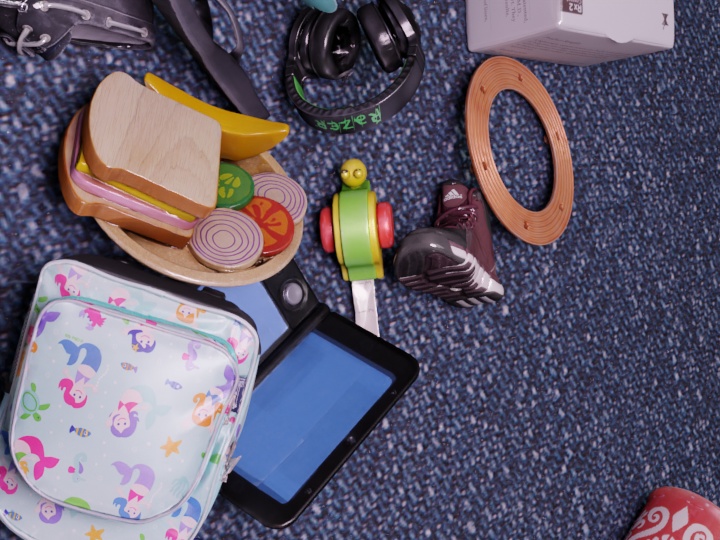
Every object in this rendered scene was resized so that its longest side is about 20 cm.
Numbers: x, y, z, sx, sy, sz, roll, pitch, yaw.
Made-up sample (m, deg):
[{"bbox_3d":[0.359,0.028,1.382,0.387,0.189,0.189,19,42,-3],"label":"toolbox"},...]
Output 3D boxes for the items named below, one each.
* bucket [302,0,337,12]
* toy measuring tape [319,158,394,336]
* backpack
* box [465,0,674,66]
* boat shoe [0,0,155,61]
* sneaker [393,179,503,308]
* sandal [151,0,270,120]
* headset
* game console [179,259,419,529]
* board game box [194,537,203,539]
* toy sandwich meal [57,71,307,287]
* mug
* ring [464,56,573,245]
[{"bbox_3d":[-0.039,-0.330,0.913,0.134,0.206,0.210,25,73,-29],"label":"bucket"},{"bbox_3d":[0.000,0.000,1.012,0.073,0.073,0.203,-6,92,-40],"label":"toy measuring tape"},{"bbox_3d":[-0.170,0.106,0.794,0.175,0.151,0.202,19,95,-7],"label":"backpack"},{"bbox_3d":[0.218,-0.329,1.173,0.197,0.130,0.203,-2,90,-41],"label":"box"},{"bbox_3d":[-0.236,-0.189,0.823,0.199,0.071,0.069,-8,93,-48],"label":"boat shoe"},{"bbox_3d":[0.080,-0.039,1.069,0.200,0.075,0.117,34,50,-65],"label":"sneaker"},{"bbox_3d":[-0.117,-0.186,0.880,0.043,0.076,0.200,-40,154,-2],"label":"sandal"},{"bbox_3d":[0.003,-0.200,1.005,0.094,0.122,0.202,57,34,-53],"label":"headset"},{"bbox_3d":[-0.077,0.073,0.917,0.200,0.116,0.177,-45,116,-32],"label":"game console"},{"bbox_3d":[-0.036,0.266,0.891,0.151,0.199,0.046,29,70,-35],"label":"board game box"},{"bbox_3d":[-0.128,-0.076,0.857,0.203,0.070,0.207,18,44,-18],"label":"toy sandwich meal"},{"bbox_3d":[0.340,0.378,1.259,0.200,0.133,0.179,-43,113,-29],"label":"mug"},{"bbox_3d":[0.164,-0.124,1.171,0.199,0.019,0.203,18,65,-45],"label":"ring"}]
